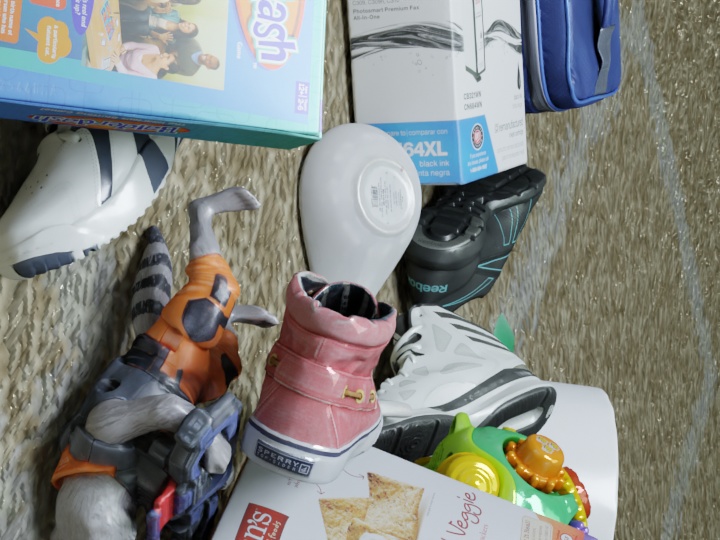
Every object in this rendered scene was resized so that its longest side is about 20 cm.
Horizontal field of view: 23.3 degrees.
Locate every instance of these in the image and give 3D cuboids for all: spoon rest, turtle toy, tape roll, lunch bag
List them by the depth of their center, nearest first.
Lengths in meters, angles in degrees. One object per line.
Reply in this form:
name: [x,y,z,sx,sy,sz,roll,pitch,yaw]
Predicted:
turtle toy: [0.106,0.182,1.121,0.146,0.101,0.200,148,-80,-77]
spoon rest: [0.000,0.000,1.165,0.099,0.061,0.200,8,76,-38]
tape roll: [0.141,0.186,1.354,0.202,0.071,0.203,-173,-90,-84]
lunch bag: [0.142,-0.226,1.387,0.136,0.132,0.200,-26,114,-63]

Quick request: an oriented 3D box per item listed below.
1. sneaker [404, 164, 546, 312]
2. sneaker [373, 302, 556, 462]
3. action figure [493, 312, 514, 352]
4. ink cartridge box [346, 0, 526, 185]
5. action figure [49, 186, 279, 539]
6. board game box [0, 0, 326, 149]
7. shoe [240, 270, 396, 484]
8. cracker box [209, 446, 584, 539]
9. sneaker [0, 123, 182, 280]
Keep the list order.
sneaker: [0.084,-0.028,1.355,0.200,0.075,0.079,-39,139,-52]
sneaker: [0.031,0.089,1.234,0.200,0.115,0.076,-13,136,-36]
action figure: [0.089,0.139,1.304,0.200,0.055,0.118,-87,177,-51]
ink cartridge box: [0.056,-0.168,1.257,0.146,0.084,0.200,-23,112,-63]
action figure: [-0.108,0.077,0.933,0.200,0.104,0.194,107,8,-56]
board game box: [-0.113,-0.141,0.798,0.200,0.045,0.152,5,84,-24]
shoe: [-0.013,0.049,0.952,0.200,0.071,0.091,-44,156,-81]
cracker box: [0.016,0.170,0.976,0.134,0.200,0.058,-67,177,-53]
sneaker: [-0.139,-0.099,0.855,0.199,0.079,0.130,-48,116,-26]
